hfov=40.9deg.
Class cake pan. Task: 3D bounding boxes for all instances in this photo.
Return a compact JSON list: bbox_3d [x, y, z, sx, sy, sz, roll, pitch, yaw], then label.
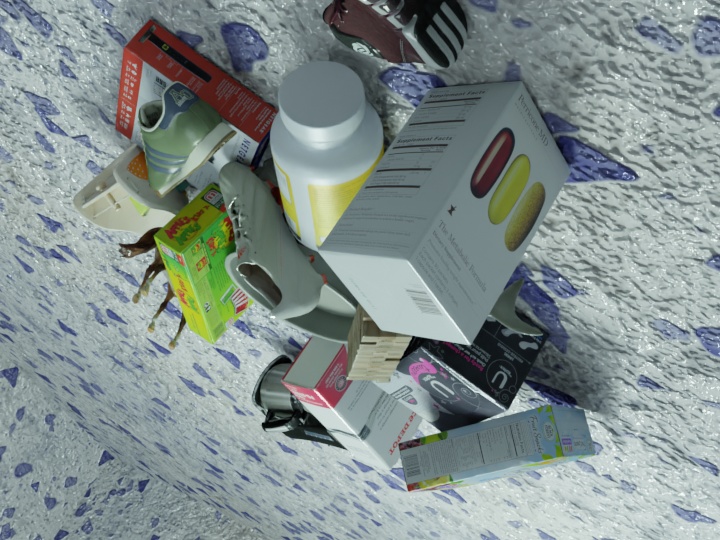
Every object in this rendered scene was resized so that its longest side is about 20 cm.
[{"bbox_3d":[-0.071,0.022,1.185,0.199,0.037,0.201,23,158,10],"label":"cake pan"}]

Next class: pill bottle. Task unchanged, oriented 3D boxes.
[{"bbox_3d":[-0.031,-0.111,0.970,0.112,0.112,0.200,26,154,17],"label":"pill bottle"}]

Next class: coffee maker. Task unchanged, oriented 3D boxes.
[{"bbox_3d":[-0.052,0.226,1.620,0.191,0.136,0.199,22,167,-36],"label":"coffee maker"}]

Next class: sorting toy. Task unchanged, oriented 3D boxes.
[{"bbox_3d":[-0.269,-0.079,1.305,0.180,0.107,0.200,49,152,-17],"label":"sorting toy"}]

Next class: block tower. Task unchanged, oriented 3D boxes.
[{"bbox_3d":[0.018,0.076,1.087,0.057,0.054,0.200,2,158,-4],"label":"block tower"}]

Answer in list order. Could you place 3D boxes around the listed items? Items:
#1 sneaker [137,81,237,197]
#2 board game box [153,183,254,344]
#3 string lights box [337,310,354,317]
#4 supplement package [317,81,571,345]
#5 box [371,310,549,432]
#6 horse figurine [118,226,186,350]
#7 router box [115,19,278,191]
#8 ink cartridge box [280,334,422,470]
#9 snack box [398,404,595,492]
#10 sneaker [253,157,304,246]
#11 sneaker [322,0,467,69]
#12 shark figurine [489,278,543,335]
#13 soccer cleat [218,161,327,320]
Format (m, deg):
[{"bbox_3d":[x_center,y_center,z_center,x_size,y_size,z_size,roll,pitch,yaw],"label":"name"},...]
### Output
[{"bbox_3d":[-0.208,-0.149,1.067,0.090,0.067,0.200,48,152,-12],"label":"sneaker"},{"bbox_3d":[-0.189,-0.004,1.228,0.047,0.102,0.201,30,151,24],"label":"board game box"},{"bbox_3d":[0.000,0.000,1.196,0.102,0.059,0.200,26,154,17],"label":"string lights box"},{"bbox_3d":[0.077,-0.054,0.836,0.109,0.201,0.114,6,145,46],"label":"supplement package"},{"bbox_3d":[0.115,0.110,1.189,0.132,0.115,0.200,35,155,-4],"label":"box"},{"bbox_3d":[-0.248,0.007,1.255,0.050,0.133,0.201,11,147,17],"label":"horse figurine"},{"bbox_3d":[-0.196,-0.175,1.133,0.179,0.049,0.200,35,155,-3],"label":"router box"},{"bbox_3d":[0.003,0.167,1.392,0.084,0.145,0.200,6,143,48],"label":"ink cartridge box"},{"bbox_3d":[0.172,0.222,1.195,0.199,0.068,0.168,-20,163,23],"label":"snack box"},{"bbox_3d":[-0.089,-0.046,1.176,0.085,0.077,0.200,46,164,30],"label":"sneaker"},{"bbox_3d":[-0.011,-0.233,0.774,0.115,0.076,0.200,5,143,52],"label":"sneaker"},{"bbox_3d":[0.089,0.008,1.006,0.215,0.128,0.090,52,-168,-24],"label":"shark figurine"},{"bbox_3d":[-0.113,-0.036,1.062,0.201,0.077,0.069,57,151,18],"label":"soccer cleat"}]
